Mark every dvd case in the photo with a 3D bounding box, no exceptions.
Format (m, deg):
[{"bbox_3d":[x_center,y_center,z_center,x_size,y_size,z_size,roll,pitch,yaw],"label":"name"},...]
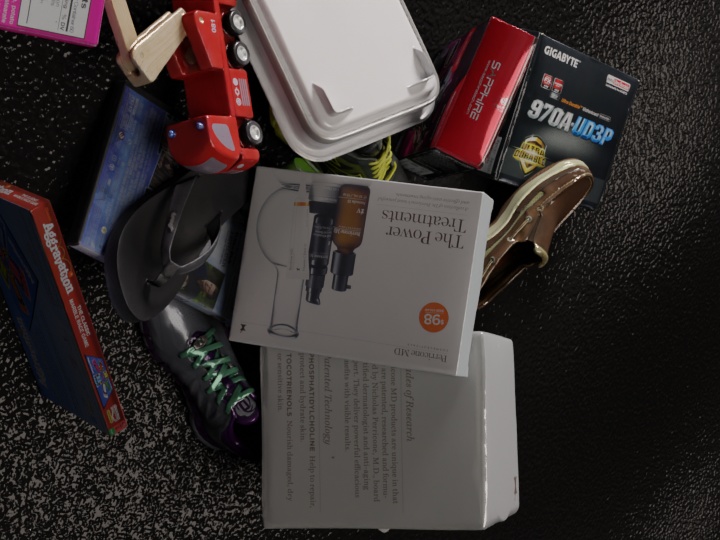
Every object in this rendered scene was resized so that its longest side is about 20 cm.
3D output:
[{"bbox_3d":[-0.147,-0.050,1.038,0.200,0.018,0.143,31,64,-46],"label":"dvd case"}]

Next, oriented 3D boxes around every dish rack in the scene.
[{"bbox_3d":[-0.020,-0.205,1.047,0.171,0.044,0.200,-26,90,-35],"label":"dish rack"}]

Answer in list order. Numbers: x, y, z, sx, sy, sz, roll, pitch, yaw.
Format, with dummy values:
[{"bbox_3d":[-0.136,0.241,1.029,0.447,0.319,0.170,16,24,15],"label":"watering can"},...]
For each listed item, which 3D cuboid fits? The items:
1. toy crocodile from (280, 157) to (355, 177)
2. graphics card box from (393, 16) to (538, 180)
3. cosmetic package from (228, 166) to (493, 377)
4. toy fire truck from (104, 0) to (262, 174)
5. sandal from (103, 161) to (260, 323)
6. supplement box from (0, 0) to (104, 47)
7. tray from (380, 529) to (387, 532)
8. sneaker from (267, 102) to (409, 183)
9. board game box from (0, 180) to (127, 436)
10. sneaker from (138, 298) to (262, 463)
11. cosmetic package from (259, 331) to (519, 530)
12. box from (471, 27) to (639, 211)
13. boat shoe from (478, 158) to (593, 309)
[{"bbox_3d":[-0.004,-0.021,1.124,0.200,0.067,0.062,48,34,-19],"label":"toy crocodile"},{"bbox_3d":[0.090,-0.152,1.143,0.051,0.200,0.126,24,88,-9],"label":"graphics card box"},{"bbox_3d":[0.000,0.000,1.036,0.052,0.199,0.151,14,84,-73],"label":"cosmetic package"},{"bbox_3d":[-0.147,-0.174,0.956,0.141,0.049,0.201,-4,85,-56],"label":"toy fire truck"},{"bbox_3d":[-0.137,-0.042,1.000,0.076,0.043,0.200,59,47,-32],"label":"sandal"},{"bbox_3d":[-0.273,-0.216,0.817,0.200,0.101,0.104,5,101,-46],"label":"supplement box"},{"bbox_3d":[0.059,0.185,1.359,0.200,0.022,0.107,-57,135,-12],"label":"tray"},{"bbox_3d":[-0.003,-0.103,1.136,0.200,0.084,0.075,40,70,-45],"label":"sneaker"},{"bbox_3d":[-0.238,0.027,0.943,0.019,0.103,0.200,-35,127,-34],"label":"board game box"},{"bbox_3d":[-0.123,0.087,1.092,0.074,0.087,0.200,-42,131,-26],"label":"sneaker"},{"bbox_3d":[0.031,0.144,1.124,0.167,0.199,0.167,20,68,-73],"label":"cosmetic package"},{"bbox_3d":[0.213,-0.161,1.362,0.200,0.046,0.159,12,97,-46],"label":"box"},{"bbox_3d":[0.176,-0.032,1.314,0.202,0.075,0.075,-41,143,-2],"label":"boat shoe"}]
